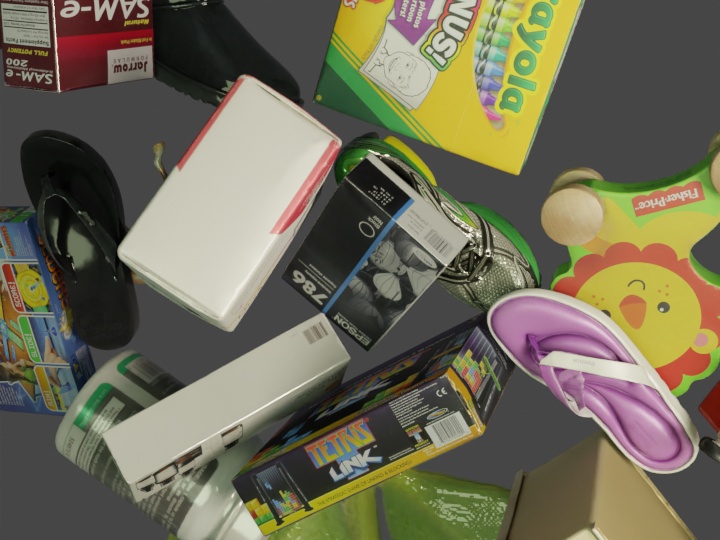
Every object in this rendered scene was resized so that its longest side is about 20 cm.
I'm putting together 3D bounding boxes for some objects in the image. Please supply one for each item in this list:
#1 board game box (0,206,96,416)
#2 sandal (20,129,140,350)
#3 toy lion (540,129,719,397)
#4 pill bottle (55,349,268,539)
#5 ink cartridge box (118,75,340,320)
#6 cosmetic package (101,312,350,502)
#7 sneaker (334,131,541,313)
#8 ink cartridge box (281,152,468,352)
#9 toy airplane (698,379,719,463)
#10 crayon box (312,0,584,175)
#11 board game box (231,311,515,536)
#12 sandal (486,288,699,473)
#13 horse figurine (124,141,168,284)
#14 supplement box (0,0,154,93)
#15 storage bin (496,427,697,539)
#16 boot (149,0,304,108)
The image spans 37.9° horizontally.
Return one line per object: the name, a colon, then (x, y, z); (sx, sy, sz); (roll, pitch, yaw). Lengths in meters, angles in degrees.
board game box: (-0.324, 0.039, 0.964); (0.135, 0.034, 0.200); (2, 117, 21)
sandal: (-0.234, -0.022, 0.888); (0.076, 0.043, 0.200); (-10, 109, 15)
toy lion: (0.233, 0.005, 0.806); (0.200, 0.069, 0.192); (-15, 106, 21)
pill bottle: (-0.159, 0.169, 0.933); (0.200, 0.113, 0.113); (34, 110, 7)
ink cartridge box: (-0.092, -0.039, 0.766); (0.086, 0.200, 0.148); (33, 83, -1)
cosmetic package: (-0.107, 0.113, 0.858); (0.200, 0.083, 0.051); (-28, 76, -17)
sneaker: (0.055, -0.028, 0.835); (0.200, 0.085, 0.078); (37, 110, 5)
ink cartridge box: (0.000, 0.000, 0.827); (0.099, 0.039, 0.200); (40, 146, 3)
toy airplane: (0.359, 0.161, 0.760); (0.200, 0.141, 0.199); (-18, 65, 33)
crayon box: (0.076, -0.197, 0.801); (0.172, 0.058, 0.200); (21, 108, 11)
board game box: (0.016, 0.117, 0.839); (0.200, 0.165, 0.057); (-29, 95, 21)
sandal: (0.183, 0.088, 0.806); (0.203, 0.050, 0.082); (39, 123, -6)
horse figurine: (-0.180, -0.038, 0.924); (0.200, 0.050, 0.133); (-18, 93, 19)
supplement box: (-0.213, -0.240, 0.784); (0.061, 0.109, 0.200); (12, 111, 28)
storage bin: (0.202, 0.247, 0.797); (0.094, 0.200, 0.199); (-38, 90, 19)
boot: (-0.117, -0.228, 0.842); (0.200, 0.076, 0.168); (26, 113, 16)
